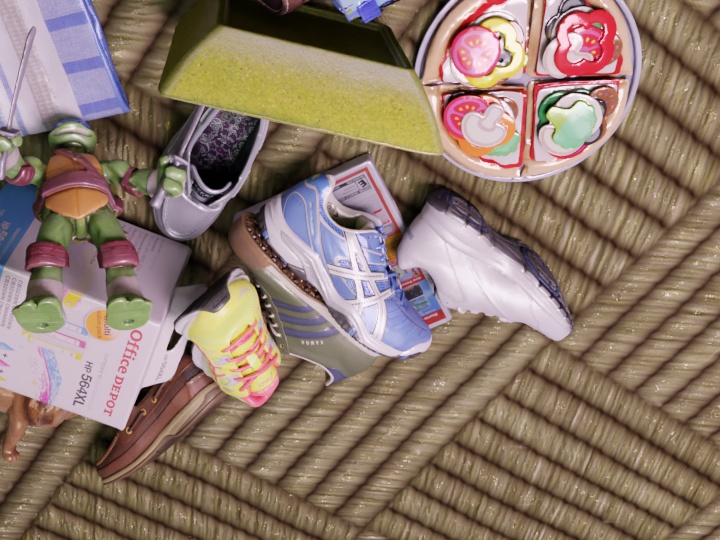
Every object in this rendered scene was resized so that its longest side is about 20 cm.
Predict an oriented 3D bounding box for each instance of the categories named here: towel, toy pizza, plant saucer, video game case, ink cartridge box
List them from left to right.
[{"bbox_3d":[-0.304,-0.171,0.804,0.197,0.024,0.148,-11,125,3],"label":"towel"},{"bbox_3d":[-0.247,0.033,0.873,0.198,0.126,0.130,21,121,-8],"label":"ink cartridge box"},{"bbox_3d":[-0.041,-0.158,0.730,0.197,0.200,0.048,11,115,-12],"label":"plant saucer"},{"bbox_3d":[-0.013,-0.002,0.947,0.141,0.018,0.201,-23,123,11],"label":"video game case"},{"bbox_3d":[0.144,-0.160,0.840,0.197,0.032,0.202,-2,125,-3],"label":"toy pizza"}]

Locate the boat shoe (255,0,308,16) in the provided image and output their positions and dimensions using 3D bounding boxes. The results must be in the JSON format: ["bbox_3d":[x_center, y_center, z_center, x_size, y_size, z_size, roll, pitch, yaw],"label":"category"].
[{"bbox_3d":[-0.117,-0.254,0.693,0.200,0.070,0.070,48,156,-1],"label":"boat shoe"}]

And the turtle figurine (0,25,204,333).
[{"bbox_3d":[-0.210,-0.064,0.750,0.199,0.196,0.143,-29,149,31],"label":"turtle figurine"}]

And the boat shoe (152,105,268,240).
[{"bbox_3d":[-0.130,-0.091,0.838,0.069,0.072,0.202,21,127,-18],"label":"boat shoe"}]

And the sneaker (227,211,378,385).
[{"bbox_3d":[-0.064,0.039,0.918,0.090,0.067,0.200,-39,118,22],"label":"sneaker"}]

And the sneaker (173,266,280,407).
[{"bbox_3d":[-0.104,0.067,0.877,0.078,0.090,0.200,-41,165,-14],"label":"sneaker"}]

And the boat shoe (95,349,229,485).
[{"bbox_3d":[-0.213,0.151,1.015,0.200,0.072,0.068,-41,85,31],"label":"boat shoe"}]

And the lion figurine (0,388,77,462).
[{"bbox_3d":[-0.359,0.105,0.963,0.198,0.073,0.123,24,113,-15],"label":"lion figurine"}]

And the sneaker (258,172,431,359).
[{"bbox_3d":[0.000,0.000,0.879,0.077,0.076,0.200,-38,110,20],"label":"sneaker"}]

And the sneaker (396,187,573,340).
[{"bbox_3d":[0.119,0.007,0.932,0.199,0.075,0.087,37,113,-16],"label":"sneaker"}]

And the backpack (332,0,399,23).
[{"bbox_3d":[0.038,-0.293,0.680,0.198,0.135,0.184,-24,124,8],"label":"backpack"}]
